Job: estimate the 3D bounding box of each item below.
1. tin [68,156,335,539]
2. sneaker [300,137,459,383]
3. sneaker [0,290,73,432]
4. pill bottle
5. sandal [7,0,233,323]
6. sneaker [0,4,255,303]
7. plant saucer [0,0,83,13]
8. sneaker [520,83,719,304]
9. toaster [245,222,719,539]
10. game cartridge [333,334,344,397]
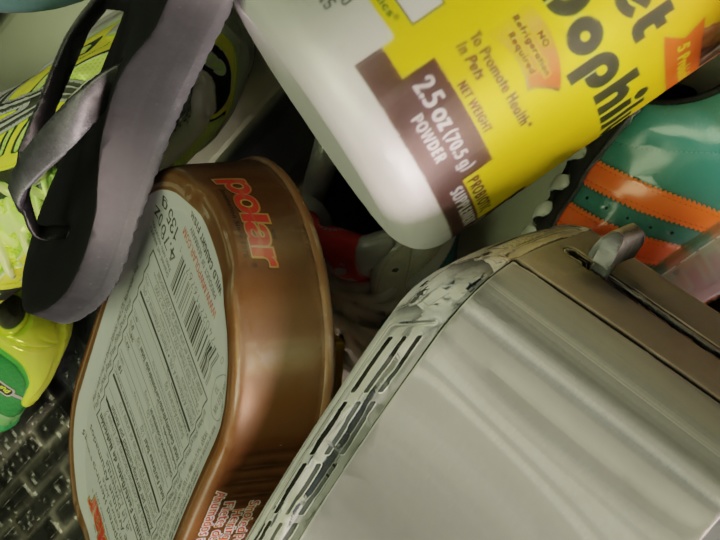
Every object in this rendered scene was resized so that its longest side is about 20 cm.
[{"bbox_3d":[-0.060,0.047,0.755,0.200,0.042,0.112,114,147,-45],"label":"tin"},{"bbox_3d":[0.000,0.000,0.792,0.070,0.093,0.201,20,113,24],"label":"sneaker"},{"bbox_3d":[-0.216,0.005,0.932,0.200,0.074,0.084,30,113,20],"label":"sneaker"},{"bbox_3d":[0.067,-0.102,0.676,0.200,0.109,0.109,-35,84,-2],"label":"pill bottle"},{"bbox_3d":[-0.083,-0.061,0.712,0.043,0.076,0.200,12,137,-16],"label":"sandal"},{"bbox_3d":[-0.126,-0.036,0.826,0.200,0.076,0.075,-41,106,12],"label":"sneaker"},{"bbox_3d":[-0.131,-0.180,0.707,0.199,0.027,0.201,9,111,25],"label":"plant saucer"},{"bbox_3d":[0.093,-0.020,0.747,0.200,0.071,0.080,-33,82,21],"label":"sneaker"},{"bbox_3d":[0.052,0.082,0.680,0.129,0.114,0.200,42,119,18],"label":"toaster"},{"bbox_3d":[-0.059,0.091,0.838,0.176,0.032,0.201,-142,51,-57],"label":"game cartridge"}]
